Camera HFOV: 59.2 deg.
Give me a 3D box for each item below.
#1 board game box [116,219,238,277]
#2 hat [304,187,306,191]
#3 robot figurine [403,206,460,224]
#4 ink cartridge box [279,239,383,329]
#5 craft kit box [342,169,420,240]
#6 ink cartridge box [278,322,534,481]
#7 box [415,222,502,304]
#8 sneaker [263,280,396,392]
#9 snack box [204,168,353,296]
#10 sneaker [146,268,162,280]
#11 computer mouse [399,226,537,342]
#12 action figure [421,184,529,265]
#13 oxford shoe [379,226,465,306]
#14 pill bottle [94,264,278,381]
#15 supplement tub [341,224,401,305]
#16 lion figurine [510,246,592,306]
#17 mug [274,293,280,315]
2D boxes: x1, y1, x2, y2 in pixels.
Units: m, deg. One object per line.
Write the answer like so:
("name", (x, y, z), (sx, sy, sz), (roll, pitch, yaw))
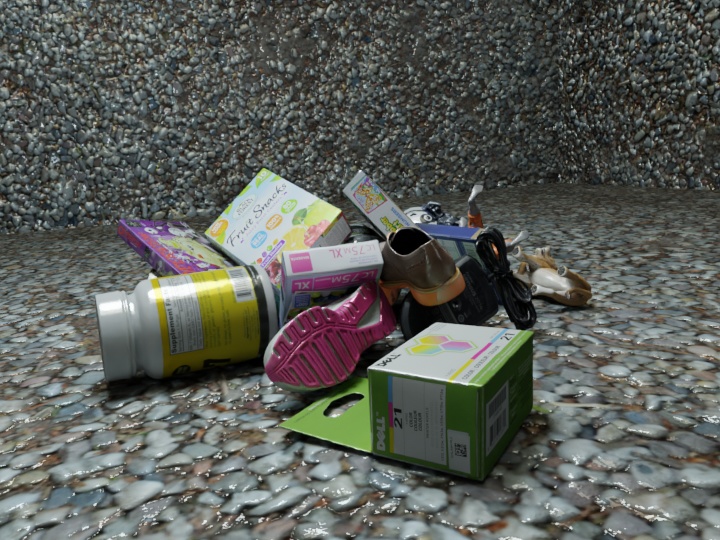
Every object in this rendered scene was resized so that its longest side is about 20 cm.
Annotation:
("board game box", (-0.256, -0.020, 0.927), (0.198, 0.033, 0.118), (34, 25, 33))
("hat", (-0.169, -0.080, 1.297), (0.193, 0.183, 0.165), (0, 11, 16))
("robot figurine", (0.116, -0.062, 1.251), (0.123, 0.153, 0.200), (32, 12, -1))
("ink cartridge box", (-0.043, 0.040, 0.798), (0.115, 0.043, 0.202), (-7, -30, -13))
("craft kit box", (0.069, -0.043, 0.933), (0.197, 0.049, 0.200), (43, 2, 11))
("ink cartridge box", (0.041, 0.100, 0.568), (0.195, 0.079, 0.147), (4, 13, 30))
("box", (0.145, -0.016, 1.027), (0.032, 0.123, 0.198), (-40, 27, -25))
("sneaker", (-0.041, 0.082, 0.698), (0.087, 0.083, 0.198), (-30, -5, 36))
("snack box", (-0.124, -0.056, 0.939), (0.198, 0.053, 0.143), (31, 73, 40))
("sneaker", (-0.249, 0.019, 0.967), (0.086, 0.079, 0.201), (10, 20, 6))
("computer mouse", (0.121, 0.044, 0.787), (0.196, 0.142, 0.052), (-25, -1, -29))
("action figure", (0.173, -0.048, 1.069), (0.198, 0.196, 0.105), (37, 54, 12))
("oxford shoe", (0.055, -0.021, 0.741), (0.070, 0.075, 0.199), (-30, 19, -15))
("pill bottle", (-0.204, 0.062, 0.748), (0.194, 0.118, 0.114), (-8, 12, -25))
("supplement tub", (0.000, 0.000, 0.979), (0.118, 0.127, 0.200), (-4, 10, -5))
("lion figurine", (0.294, 0.018, 0.961), (0.120, 0.074, 0.201), (22, 15, -25))
("mug", (-0.144, -0.001, 1.023), (0.147, 0.116, 0.189), (-1, 52, 24))
